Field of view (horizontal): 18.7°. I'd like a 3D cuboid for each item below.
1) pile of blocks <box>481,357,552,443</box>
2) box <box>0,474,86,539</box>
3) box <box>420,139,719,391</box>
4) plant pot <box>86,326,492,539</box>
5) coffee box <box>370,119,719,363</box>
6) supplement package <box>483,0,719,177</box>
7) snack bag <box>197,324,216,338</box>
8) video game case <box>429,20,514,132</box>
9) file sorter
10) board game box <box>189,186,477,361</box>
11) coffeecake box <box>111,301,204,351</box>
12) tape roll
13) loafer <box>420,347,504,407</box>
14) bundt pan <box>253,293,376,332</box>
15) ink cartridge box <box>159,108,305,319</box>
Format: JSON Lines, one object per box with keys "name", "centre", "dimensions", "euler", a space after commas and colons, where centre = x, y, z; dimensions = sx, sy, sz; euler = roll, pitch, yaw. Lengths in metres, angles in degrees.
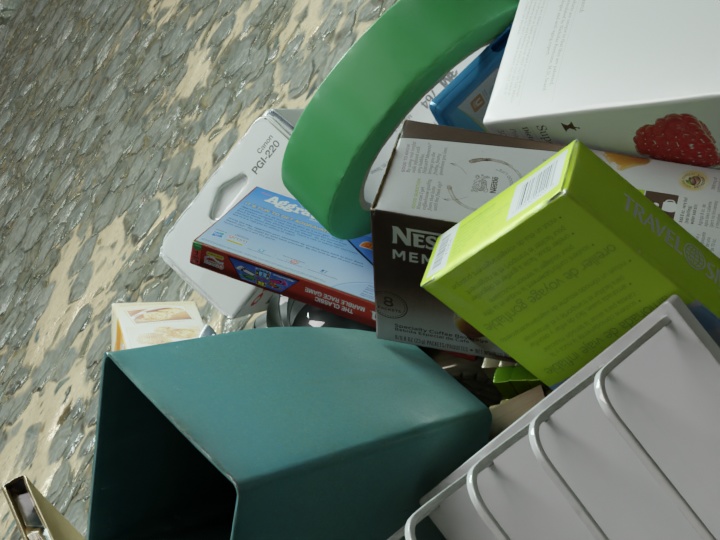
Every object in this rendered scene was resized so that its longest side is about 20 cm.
{"name": "pile of blocks", "centre": [0.119, 0.107, 1.279], "dimensions": [0.082, 0.062, 0.201], "euler": [-24, 43, 15]}
{"name": "box", "centre": [-0.166, 0.243, 1.474], "dimensions": [0.021, 0.200, 0.164], "euler": [-33, 51, 0]}
{"name": "box", "centre": [0.146, 0.029, 1.175], "dimensions": [0.122, 0.200, 0.048], "euler": [-35, 25, 42]}
{"name": "plant pot", "centre": [-0.033, 0.117, 1.247], "dimensions": [0.141, 0.199, 0.142], "euler": [39, 131, 41]}
{"name": "coffee box", "centre": [0.111, -0.007, 1.247], "dimensions": [0.115, 0.198, 0.080], "euler": [89, -164, -47]}
{"name": "supplement package", "centre": [0.194, -0.106, 1.262], "dimensions": [0.199, 0.121, 0.121], "euler": [-5, 52, 34]}
{"name": "snack bag", "centre": [-0.114, 0.162, 1.563], "dimensions": [0.021, 0.200, 0.190], "euler": [16, 69, 27]}
{"name": "video game case", "centre": [0.144, -0.124, 1.386], "dimensions": [0.200, 0.143, 0.018], "euler": [-44, 45, -9]}
{"name": "file sorter", "centre": [0.114, 0.139, 1.115], "dimensions": [0.200, 0.139, 0.124], "euler": [-42, -7, 33]}
{"name": "board game box", "centre": [0.000, 0.000, 1.415], "dimensions": [0.103, 0.198, 0.020], "euler": [-46, -29, -57]}
{"name": "coffeecake box", "centre": [-0.149, 0.130, 1.696], "dimensions": [0.200, 0.072, 0.155], "euler": [-123, 33, -67]}
{"name": "tape roll", "centre": [0.037, -0.108, 1.393], "dimensions": [0.200, 0.048, 0.201], "euler": [-42, -15, -14]}
{"name": "loafer", "centre": [0.043, 0.066, 1.487], "dimensions": [0.199, 0.076, 0.068], "euler": [-17, 51, 57]}
{"name": "bundt pan", "centre": [-0.037, 0.079, 1.472], "dimensions": [0.202, 0.075, 0.203], "euler": [-56, 20, 33]}
{"name": "ink cartridge box", "centre": [-0.052, -0.048, 1.691], "dimensions": [0.146, 0.085, 0.200], "euler": [-51, -13, 15]}
